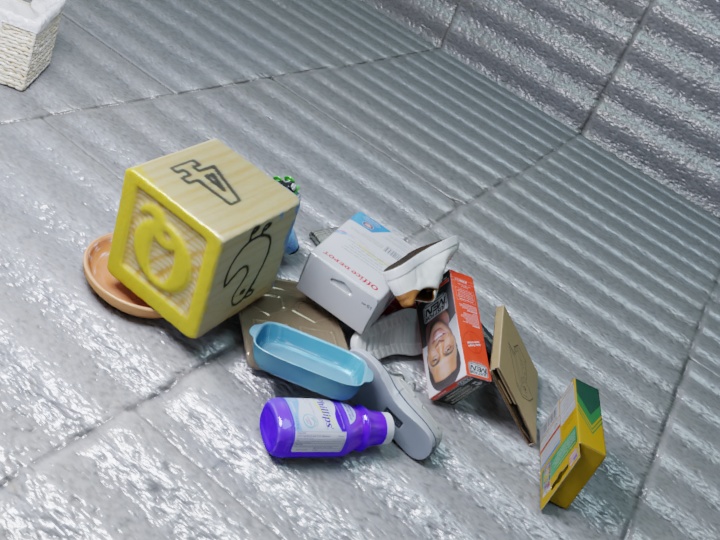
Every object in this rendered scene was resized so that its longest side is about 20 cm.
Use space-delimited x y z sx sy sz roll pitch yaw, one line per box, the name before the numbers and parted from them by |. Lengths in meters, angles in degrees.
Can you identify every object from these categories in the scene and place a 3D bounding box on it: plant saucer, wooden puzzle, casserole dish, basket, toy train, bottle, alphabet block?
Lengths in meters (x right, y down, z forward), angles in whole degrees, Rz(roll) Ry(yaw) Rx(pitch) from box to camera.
plant saucer | -0.344 0.011 1.288 0.196 0.038 0.202 20 30 -12
wooden puzzle | -0.116 0.098 1.328 0.181 0.047 0.202 11 38 -24
casserole dish | -0.077 0.137 1.199 0.196 0.040 0.121 21 17 0
basket | -0.734 -0.497 1.651 0.194 0.163 0.202 18 30 -13
toy train | -0.187 -0.143 1.489 0.197 0.057 0.042 4 50 38
bottle | -0.044 0.225 1.158 0.196 0.066 0.084 7 31 -29
alphabet block | -0.239 -0.055 1.231 0.194 0.198 0.199 33 35 17

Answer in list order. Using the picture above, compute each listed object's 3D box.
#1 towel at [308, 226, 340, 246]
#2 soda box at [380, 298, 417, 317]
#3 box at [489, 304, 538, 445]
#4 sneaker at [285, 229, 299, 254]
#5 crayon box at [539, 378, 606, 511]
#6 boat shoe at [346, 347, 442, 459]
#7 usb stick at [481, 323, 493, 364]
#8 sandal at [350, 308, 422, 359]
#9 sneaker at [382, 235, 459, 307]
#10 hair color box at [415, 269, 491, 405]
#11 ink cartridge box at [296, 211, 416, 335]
towel | 0.017 -0.028 1.633 0.190 0.035 0.200 -6 44 -44
soda box | 0.067 0.067 1.494 0.196 0.064 0.071 15 31 -19
box | 0.274 0.180 1.424 0.165 0.021 0.201 61 23 -20
sneaker | -0.181 -0.084 1.545 0.200 0.078 0.090 43 -6 48
crayon box | 0.339 0.286 1.301 0.051 0.127 0.201 24 30 -1
boat shoe | 0.057 0.198 1.269 0.202 0.075 0.086 45 26 16
usb stick | 0.234 0.132 1.551 0.055 0.033 0.201 6 35 -43
sandal | 0.052 0.112 1.420 0.200 0.085 0.049 -4 -1 -43
sneaker | 0.113 0.004 1.373 0.199 0.072 0.086 -31 99 -45
hair color box | 0.156 0.113 1.384 0.060 0.101 0.204 17 50 -32
ink cartridge box | 0.000 0.000 1.398 0.143 0.086 0.200 34 33 9
